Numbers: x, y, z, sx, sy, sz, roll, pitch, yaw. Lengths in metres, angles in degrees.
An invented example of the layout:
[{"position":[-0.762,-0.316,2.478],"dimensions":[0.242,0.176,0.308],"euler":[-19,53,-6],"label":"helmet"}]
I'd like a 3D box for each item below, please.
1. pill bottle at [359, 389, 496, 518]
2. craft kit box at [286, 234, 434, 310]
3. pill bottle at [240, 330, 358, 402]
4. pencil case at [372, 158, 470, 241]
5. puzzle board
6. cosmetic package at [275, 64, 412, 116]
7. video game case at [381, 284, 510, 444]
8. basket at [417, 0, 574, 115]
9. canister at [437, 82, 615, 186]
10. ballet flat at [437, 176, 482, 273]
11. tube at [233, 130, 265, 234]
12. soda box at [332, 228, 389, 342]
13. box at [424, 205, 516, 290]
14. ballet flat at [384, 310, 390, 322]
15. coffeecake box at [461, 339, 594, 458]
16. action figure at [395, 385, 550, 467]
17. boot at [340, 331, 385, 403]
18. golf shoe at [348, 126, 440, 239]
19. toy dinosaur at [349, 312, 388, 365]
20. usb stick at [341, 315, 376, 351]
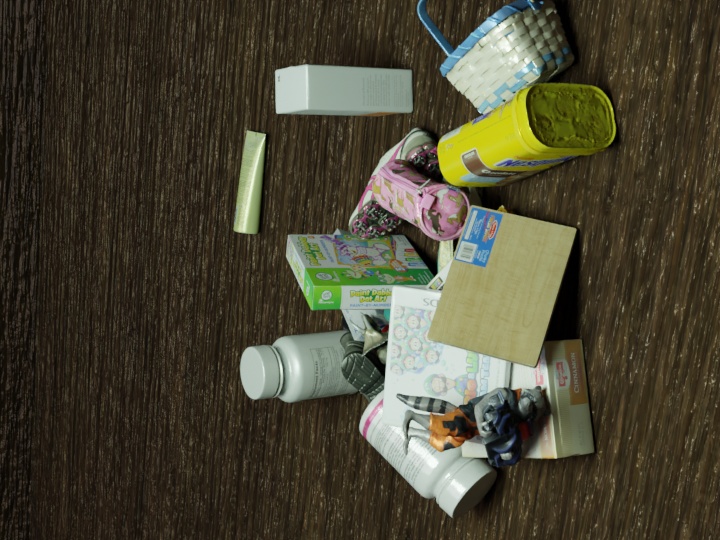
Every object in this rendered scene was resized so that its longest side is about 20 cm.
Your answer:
[{"position":[0.102,0.269,1.669],"dimensions":[0.200,0.113,0.114],"euler":[43,129,27],"label":"pill bottle"},{"position":[0.000,0.000,1.704],"dimensions":[0.200,0.197,0.049],"euler":[-122,33,-61],"label":"craft kit box"},{"position":[-0.099,0.167,1.913],"dimensions":[0.114,0.199,0.115],"euler":[8,100,56],"label":"pill bottle"},{"position":[0.084,-0.104,1.602],"dimensions":[0.200,0.082,0.087],"euler":[-141,44,-65],"label":"pencil case"},{"position":[0.190,0.019,1.481],"dimensions":[0.150,0.017,0.201],"euler":[14,72,19],"label":"puzzle board"},{"position":[-0.025,-0.283,1.758],"dimensions":[0.101,0.199,0.072],"euler":[6,98,57],"label":"cosmetic package"},{"position":[0.120,0.130,1.537],"dimensions":[0.181,0.024,0.201],"euler":[8,97,28],"label":"video game case"},{"position":[0.175,-0.321,1.491],"dimensions":[0.200,0.139,0.176],"euler":[56,142,0],"label":"basket"},{"position":[0.212,-0.173,1.461],"dimensions":[0.200,0.148,0.087],"euler":[-21,76,58],"label":"canister"},{"position":[0.152,-0.050,1.638],"dimensions":[0.071,0.070,0.201],"euler":[6,96,56],"label":"ballet flat"},{"position":[-0.215,-0.174,2.202],"dimensions":[0.058,0.052,0.201],"euler":[8,98,14],"label":"tube"},{"position":[0.000,0.026,1.848],"dimensions":[0.068,0.063,0.200],"euler":[-51,45,29],"label":"soda box"},{"position":[0.172,0.021,1.567],"dimensions":[0.200,0.041,0.119],"euler":[-49,50,18],"label":"box"},{"position":[0.117,0.075,1.701],"dimensions":[0.200,0.065,0.071],"euler":[22,99,53],"label":"ballet flat"},{"position":[0.222,0.180,1.543],"dimensions":[0.200,0.073,0.154],"euler":[-13,80,56],"label":"coffeecake box"},{"position":[0.147,0.180,1.431],"dimensions":[0.200,0.193,0.105],"euler":[83,178,-56],"label":"action figure"},{"position":[0.039,0.189,1.821],"dimensions":[0.200,0.068,0.131],"euler":[53,-171,-10],"label":"boot"},{"position":[0.051,-0.136,1.752],"dimensions":[0.200,0.072,0.092],"euler":[-48,37,17],"label":"golf shoe"},{"position":[0.074,0.140,1.713],"dimensions":[0.200,0.102,0.077],"euler":[29,99,34],"label":"toy dinosaur"},{"position":[0.032,0.108,1.862],"dimensions":[0.200,0.033,0.056],"euler":[31,109,52],"label":"usb stick"}]
